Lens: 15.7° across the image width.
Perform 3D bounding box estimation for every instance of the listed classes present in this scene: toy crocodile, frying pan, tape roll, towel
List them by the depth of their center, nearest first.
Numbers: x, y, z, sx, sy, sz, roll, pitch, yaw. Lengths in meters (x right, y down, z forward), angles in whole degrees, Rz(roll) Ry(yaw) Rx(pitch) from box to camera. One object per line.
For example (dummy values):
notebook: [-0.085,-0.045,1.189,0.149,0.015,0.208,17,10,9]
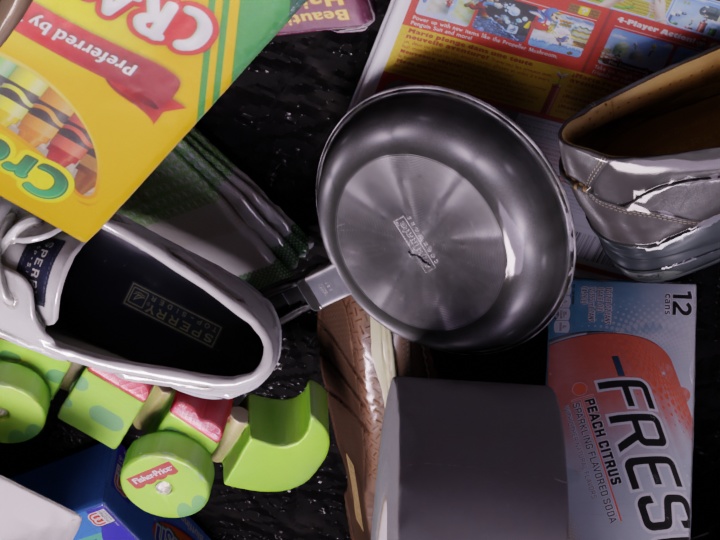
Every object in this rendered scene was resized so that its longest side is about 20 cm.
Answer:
tape roll: [0.037,0.144,1.034,0.066,0.201,0.201,4,135,-2]
frying pan: [-0.003,-0.016,1.046,0.189,0.031,0.116,-1,114,30]
towel: [-0.136,-0.033,1.094,0.149,0.031,0.200,-28,125,28]
toy crocodile: [-0.108,0.044,1.100,0.199,0.068,0.062,25,132,-9]

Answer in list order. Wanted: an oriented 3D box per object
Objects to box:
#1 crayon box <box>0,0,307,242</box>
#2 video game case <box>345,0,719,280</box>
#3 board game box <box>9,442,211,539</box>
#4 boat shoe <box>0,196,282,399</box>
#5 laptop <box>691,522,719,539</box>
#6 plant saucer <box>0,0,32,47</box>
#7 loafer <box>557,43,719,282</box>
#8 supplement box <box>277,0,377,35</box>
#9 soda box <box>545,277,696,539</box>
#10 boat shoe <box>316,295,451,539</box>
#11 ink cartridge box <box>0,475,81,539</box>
crayon box: [-0.106,-0.090,0.877,0.126,0.051,0.200,29,133,-19]
video game case: [0.077,-0.080,1.035,0.142,0.018,0.201,15,135,-9]
board game box: [-0.160,0.172,1.288,0.199,0.045,0.152,-21,129,25]
boat shoe: [-0.122,-0.004,1.039,0.199,0.074,0.065,18,178,-6]
laptop: [0.121,0.200,1.238,0.186,0.116,0.200,-22,129,26]
plant saucer: [-0.156,-0.150,0.802,0.199,0.029,0.201,15,114,36]
loafer: [0.168,-0.066,0.983,0.199,0.073,0.072,-30,136,13]
supplement box: [-0.074,-0.180,0.890,0.130,0.104,0.201,-6,133,13]
soda box: [0.105,0.106,1.084,0.063,0.201,0.068,1,166,6]
boat shoe: [0.029,0.070,1.164,0.074,0.075,0.203,-17,133,-12]
ink cartridge box: [-0.196,0.120,1.142,0.116,0.068,0.200,28,164,-6]
